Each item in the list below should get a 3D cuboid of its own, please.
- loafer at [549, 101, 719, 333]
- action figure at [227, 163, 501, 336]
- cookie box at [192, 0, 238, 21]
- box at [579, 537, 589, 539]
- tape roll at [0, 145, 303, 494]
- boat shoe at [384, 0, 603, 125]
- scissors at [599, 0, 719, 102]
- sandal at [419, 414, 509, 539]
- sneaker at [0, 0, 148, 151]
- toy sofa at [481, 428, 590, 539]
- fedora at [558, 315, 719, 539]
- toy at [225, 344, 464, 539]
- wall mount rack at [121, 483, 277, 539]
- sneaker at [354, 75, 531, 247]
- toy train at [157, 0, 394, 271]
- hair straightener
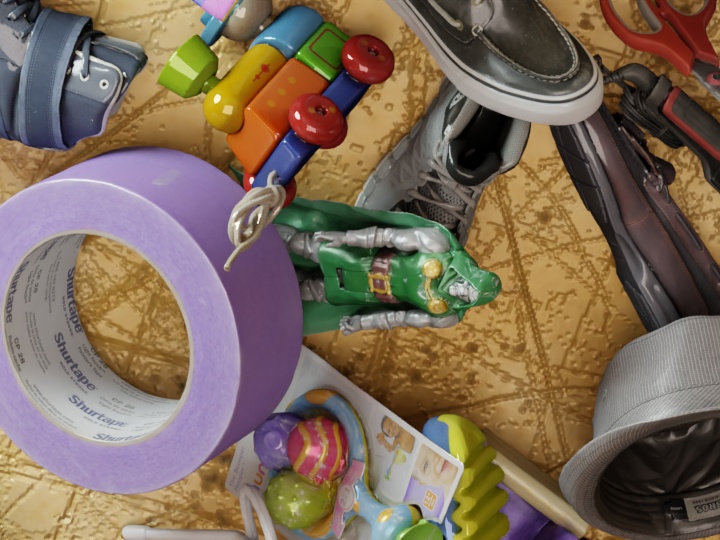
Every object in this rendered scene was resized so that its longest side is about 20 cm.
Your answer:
[{"bbox_3d":[0.177,-0.042,1.725,0.063,0.072,0.200,-29,110,-6],"label":"loafer"},{"bbox_3d":[0.000,0.000,1.690,0.200,0.055,0.118,5,119,35],"label":"action figure"},{"bbox_3d":[-0.056,-0.247,1.599,0.075,0.200,0.171,35,103,-8],"label":"cookie box"},{"bbox_3d":[0.177,0.294,1.803,0.141,0.079,0.200,17,104,-1],"label":"box"},{"bbox_3d":[-0.141,0.030,1.694,0.200,0.085,0.200,9,111,24],"label":"tape roll"},{"bbox_3d":[0.065,-0.162,1.635,0.072,0.071,0.200,-35,60,-26],"label":"boat shoe"},{"bbox_3d":[0.200,-0.116,1.647,0.073,0.200,0.014,-8,135,-11],"label":"scissors"},{"bbox_3d":[0.047,0.189,1.701,0.087,0.079,0.200,-2,87,22],"label":"sandal"},{"bbox_3d":[-0.198,-0.169,1.677,0.146,0.077,0.203,10,115,10],"label":"sneaker"},{"bbox_3d":[0.053,0.208,1.771,0.083,0.098,0.200,38,103,-9],"label":"toy sofa"},{"bbox_3d":[0.206,0.090,1.704,0.177,0.200,0.090,-5,61,-6],"label":"fedora"},{"bbox_3d":[-0.026,0.126,1.706,0.047,0.200,0.115,6,109,-43],"label":"toy"},{"bbox_3d":[-0.083,0.230,1.753,0.074,0.174,0.200,-17,104,-15],"label":"wall mount rack"},{"bbox_3d":[0.048,-0.052,1.692,0.075,0.116,0.200,25,103,-6],"label":"sneaker"},{"bbox_3d":[-0.074,-0.094,1.651,0.116,0.200,0.085,38,136,1],"label":"toy train"},{"bbox_3d":[0.202,-0.075,1.700,0.200,0.077,0.041,31,80,-30],"label":"hair straightener"}]
